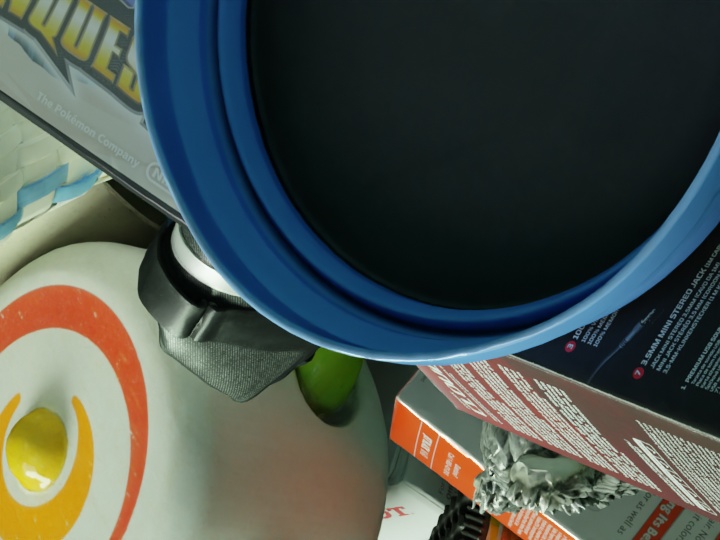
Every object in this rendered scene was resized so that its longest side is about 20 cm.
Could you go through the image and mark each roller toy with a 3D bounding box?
[{"bbox_3d":[-0.094,0.086,1.034,0.182,0.201,0.140,1,171,45],"label":"roller toy"}]

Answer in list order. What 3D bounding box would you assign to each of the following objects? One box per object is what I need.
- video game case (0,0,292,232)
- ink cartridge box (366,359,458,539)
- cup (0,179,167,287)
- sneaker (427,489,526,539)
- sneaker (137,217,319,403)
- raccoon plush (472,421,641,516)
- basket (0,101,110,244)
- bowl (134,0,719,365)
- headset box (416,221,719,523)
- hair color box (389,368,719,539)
[{"bbox_3d":[-0.072,-0.133,0.738,0.200,0.181,0.025,34,-162,17],"label":"video game case"},{"bbox_3d":[0.035,0.115,1.152,0.144,0.084,0.200,-11,143,41],"label":"ink cartridge box"},{"bbox_3d":[-0.194,-0.060,1.095,0.201,0.143,0.200,54,-172,-11],"label":"cup"},{"bbox_3d":[0.059,0.162,1.063,0.090,0.070,0.200,17,149,-5],"label":"sneaker"},{"bbox_3d":[0.000,0.000,0.892,0.200,0.112,0.073,10,-137,-43],"label":"sneaker"},{"bbox_3d":[0.136,0.072,0.860,0.200,0.134,0.097,36,162,14],"label":"raccoon plush"},{"bbox_3d":[-0.170,-0.107,0.890,0.139,0.176,0.201,13,120,33],"label":"basket"},{"bbox_3d":[0.027,-0.074,0.642,0.200,0.201,0.039,29,-168,34],"label":"bowl"},{"bbox_3d":[0.100,-0.015,0.683,0.200,0.149,0.075,20,160,47],"label":"headset box"},{"bbox_3d":[0.123,0.078,0.952,0.200,0.111,0.064,37,165,11],"label":"hair color box"}]
